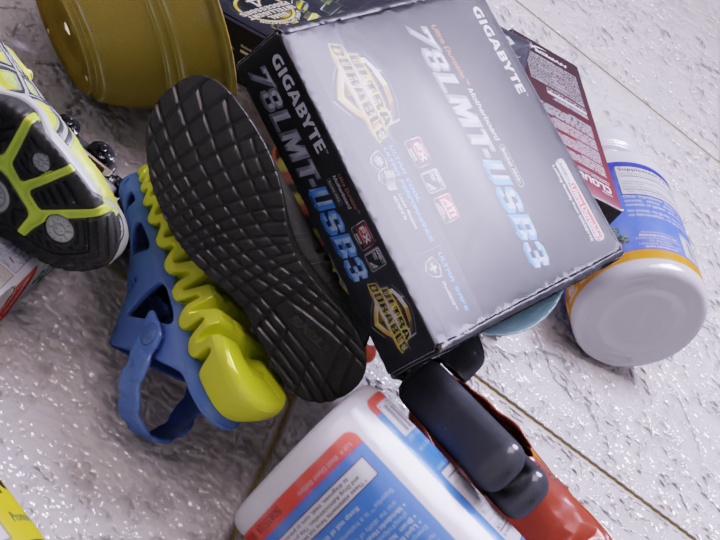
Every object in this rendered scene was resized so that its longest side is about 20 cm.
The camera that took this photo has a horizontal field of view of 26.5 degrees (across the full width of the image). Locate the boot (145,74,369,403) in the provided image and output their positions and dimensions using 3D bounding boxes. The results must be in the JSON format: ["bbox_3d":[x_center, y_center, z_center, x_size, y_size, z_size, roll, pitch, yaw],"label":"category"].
[{"bbox_3d":[-0.058,-0.021,0.889,0.201,0.067,0.131,62,5,-10],"label":"boot"}]

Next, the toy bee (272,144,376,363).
[{"bbox_3d":[0.000,0.000,1.013,0.199,0.130,0.110,31,56,-36],"label":"toy bee"}]

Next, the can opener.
[{"bbox_3d":[0.060,0.068,0.906,0.053,0.067,0.200,48,-2,-32],"label":"can opener"}]

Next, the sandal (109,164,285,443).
[{"bbox_3d":[-0.114,0.021,0.884,0.079,0.087,0.201,40,21,-44],"label":"sandal"}]

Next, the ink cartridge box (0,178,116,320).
[{"bbox_3d":[-0.227,-0.024,0.848,0.109,0.050,0.200,39,33,-5],"label":"ink cartridge box"}]

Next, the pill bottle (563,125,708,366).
[{"bbox_3d":[0.213,-0.028,1.272,0.111,0.112,0.201,24,35,-26],"label":"pill bottle"}]

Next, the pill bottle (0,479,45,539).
[{"bbox_3d":[-0.215,0.101,0.647,0.200,0.114,0.114,50,32,12],"label":"pill bottle"}]

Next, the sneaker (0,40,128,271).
[{"bbox_3d":[-0.194,-0.085,0.837,0.200,0.075,0.076,46,32,4],"label":"sneaker"}]

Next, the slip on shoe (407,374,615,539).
[{"bbox_3d":[0.099,0.146,0.963,0.200,0.074,0.061,51,-11,22],"label":"slip on shoe"}]

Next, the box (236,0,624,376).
[{"bbox_3d":[0.047,-0.062,0.907,0.198,0.050,0.202,-22,83,-45],"label":"box"}]

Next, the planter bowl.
[{"bbox_3d":[-0.165,-0.175,1.023,0.083,0.201,0.201,-25,65,-18],"label":"planter bowl"}]

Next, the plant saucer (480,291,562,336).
[{"bbox_3d":[0.049,-0.047,0.961,0.200,0.039,0.203,21,55,-33],"label":"plant saucer"}]

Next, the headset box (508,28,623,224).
[{"bbox_3d":[0.112,-0.061,1.167,0.077,0.149,0.201,23,35,-26],"label":"headset box"}]

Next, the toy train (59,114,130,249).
[{"bbox_3d":[-0.189,-0.071,0.964,0.200,0.034,0.046,40,44,-5],"label":"toy train"}]

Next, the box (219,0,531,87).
[{"bbox_3d":[0.002,-0.158,1.088,0.161,0.050,0.199,34,36,27],"label":"box"}]

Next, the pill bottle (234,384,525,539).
[{"bbox_3d":[0.035,0.170,0.839,0.200,0.112,0.112,46,32,6],"label":"pill bottle"}]
